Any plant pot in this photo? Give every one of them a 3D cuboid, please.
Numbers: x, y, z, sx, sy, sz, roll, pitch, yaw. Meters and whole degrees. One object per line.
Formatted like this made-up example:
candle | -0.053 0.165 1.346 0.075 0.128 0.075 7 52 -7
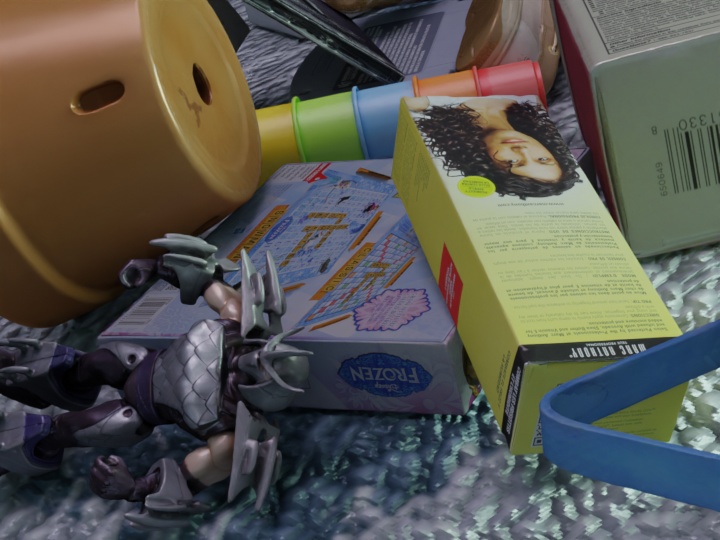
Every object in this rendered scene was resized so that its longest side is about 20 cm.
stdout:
plant pot | -0.146 -0.082 0.782 0.140 0.201 0.200 -18 24 16

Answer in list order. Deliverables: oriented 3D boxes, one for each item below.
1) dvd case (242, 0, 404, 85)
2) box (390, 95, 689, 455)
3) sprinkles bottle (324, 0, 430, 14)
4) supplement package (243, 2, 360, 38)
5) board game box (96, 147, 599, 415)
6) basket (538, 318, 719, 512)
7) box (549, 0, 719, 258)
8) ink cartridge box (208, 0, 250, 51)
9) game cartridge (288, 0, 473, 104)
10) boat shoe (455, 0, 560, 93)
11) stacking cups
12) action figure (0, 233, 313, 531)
dvd case | -0.055 -0.192 0.988 0.016 0.148 0.200 -57 23 13
box | 0.071 -0.008 0.614 0.075 0.050 0.200 -3 38 -15
sprinkles bottle | 0.045 -0.246 1.113 0.068 0.069 0.200 3 15 36
supplement package | -0.010 -0.306 1.272 0.200 0.118 0.117 -27 27 -20
board game box | 0.000 0.000 0.729 0.199 0.041 0.200 0 30 31
basket | 0.177 0.036 0.430 0.200 0.140 0.176 -24 25 -38
box | 0.180 -0.106 0.756 0.127 0.109 0.200 -13 25 8
ink cartridge box | -0.211 -0.186 1.016 0.145 0.200 0.145 8 62 42
game cartridge | 0.019 -0.146 1.026 0.133 0.042 0.200 -13 25 18
boat shoe | 0.118 -0.179 0.994 0.074 0.069 0.200 -49 12 38
stacking cups | 0.020 -0.092 0.898 0.199 0.061 0.061 -9 26 8
action figure | -0.102 0.055 0.626 0.199 0.069 0.131 -12 55 33
